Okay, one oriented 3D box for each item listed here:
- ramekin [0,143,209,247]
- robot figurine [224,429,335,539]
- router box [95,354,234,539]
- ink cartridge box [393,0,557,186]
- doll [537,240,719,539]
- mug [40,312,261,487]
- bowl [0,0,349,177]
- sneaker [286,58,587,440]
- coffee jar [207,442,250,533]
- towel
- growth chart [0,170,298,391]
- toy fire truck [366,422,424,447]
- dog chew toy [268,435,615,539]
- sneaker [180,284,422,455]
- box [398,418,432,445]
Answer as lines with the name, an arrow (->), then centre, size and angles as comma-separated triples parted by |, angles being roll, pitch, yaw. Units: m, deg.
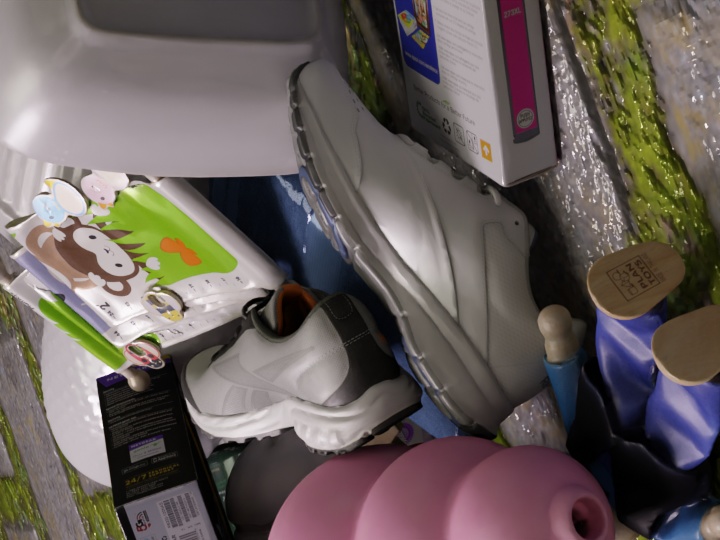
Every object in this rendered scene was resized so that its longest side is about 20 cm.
ramekin -> -0.130, -0.096, 1.223 | 0.201, 0.198, 0.106 | 54, 145, 36
robot figurine -> -0.016, 0.174, 1.288 | 0.170, 0.112, 0.202 | -45, -62, -75
router box -> -0.101, 0.175, 1.247 | 0.157, 0.052, 0.202 | -114, 7, -64
ink cartridge box -> 0.043, -0.146, 0.957 | 0.095, 0.037, 0.202 | 38, 145, 56
doll -> 0.122, 0.065, 0.931 | 0.137, 0.048, 0.201 | 48, 158, 26
mug -> -0.129, 0.038, 1.383 | 0.146, 0.200, 0.177 | 22, 120, 6
bowl -> -0.097, -0.153, 1.049 | 0.075, 0.198, 0.202 | 128, 139, -57
sneaker -> 0.032, -0.019, 1.005 | 0.201, 0.087, 0.075 | 57, 176, -1
coffee jar -> -0.040, 0.205, 1.416 | 0.104, 0.085, 0.202 | -24, 85, 66
towel -> 0.000, 0.000, 1.104 | 0.199, 0.048, 0.112 | 38, 141, 23
growth chart -> -0.126, 0.000, 1.140 | 0.144, 0.018, 0.199 | 36, 145, -22
toy fire truck -> -0.009, 0.154, 1.156 | 0.129, 0.175, 0.201 | 44, -167, -46
dog chew toy -> 0.042, 0.135, 0.976 | 0.199, 0.124, 0.126 | -24, 87, 50
sneaker -> -0.038, 0.044, 1.077 | 0.200, 0.074, 0.080 | -5, 109, 60
box -> 0.008, 0.014, 1.185 | 0.041, 0.038, 0.202 | 42, 145, 52
